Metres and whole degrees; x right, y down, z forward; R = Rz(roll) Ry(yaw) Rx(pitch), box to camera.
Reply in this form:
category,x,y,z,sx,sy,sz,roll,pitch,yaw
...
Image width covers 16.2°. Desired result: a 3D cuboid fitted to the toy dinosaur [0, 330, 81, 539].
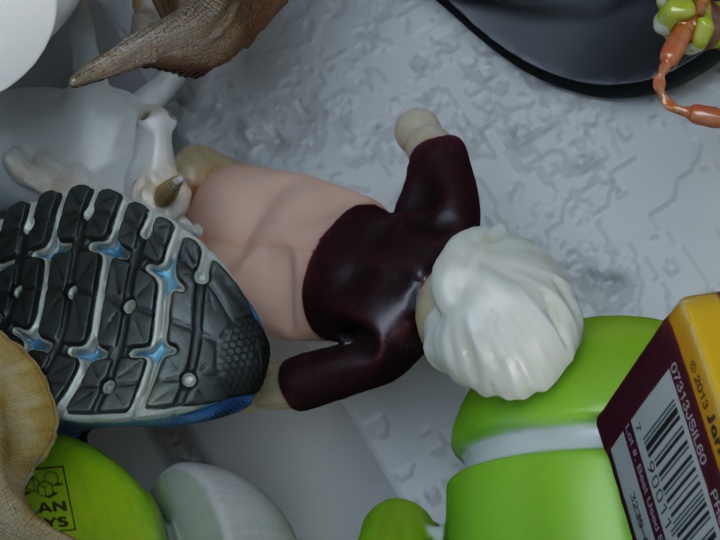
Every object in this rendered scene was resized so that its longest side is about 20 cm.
category,x,y,z,sx,sy,sz,roll,pitch,yaw
toy dinosaur,-0.138,0.032,0.770,0.058,0.101,0.201,-35,76,42

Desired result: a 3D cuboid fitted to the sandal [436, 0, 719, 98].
category,x,y,z,sx,sy,sz,roll,pitch,yaw
sandal,0.050,-0.126,0.943,0.199,0.043,0.076,27,79,16

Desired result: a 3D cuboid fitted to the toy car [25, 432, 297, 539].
category,x,y,z,sx,sy,sz,roll,pitch,yaw
toy car,-0.109,0.158,0.834,0.174,0.150,0.201,-4,74,-27

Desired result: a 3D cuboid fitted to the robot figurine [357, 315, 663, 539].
category,x,y,z,sx,sy,sz,roll,pitch,yaw
robot figurine,0.085,0.106,0.829,0.174,0.116,0.201,0,73,8

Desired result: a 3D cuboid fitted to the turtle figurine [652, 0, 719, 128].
category,x,y,z,sx,sy,sz,roll,pitch,yaw
turtle figurine,0.175,-0.099,0.900,0.199,0.064,0.162,-1,63,-21

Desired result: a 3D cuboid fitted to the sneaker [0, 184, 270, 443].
category,x,y,z,sx,sy,sz,roll,pitch,yaw
sneaker,-0.103,0.022,0.875,0.199,0.090,0.079,5,70,40

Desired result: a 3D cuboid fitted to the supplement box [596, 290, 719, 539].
category,x,y,z,sx,sy,sz,roll,pitch,yaw
supplement box,0.185,0.063,0.752,0.199,0.086,0.111,-6,64,-17

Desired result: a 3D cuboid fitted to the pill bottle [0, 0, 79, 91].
category,x,y,z,sx,sy,sz,roll,pitch,yaw
pill bottle,-0.150,-0.140,0.877,0.112,0.113,0.200,-20,36,3

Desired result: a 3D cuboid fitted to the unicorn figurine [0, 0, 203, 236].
category,x,y,z,sx,sy,sz,roll,pitch,yaw
unicorn figurine,-0.115,-0.054,0.924,0.199,0.074,0.138,-15,58,32

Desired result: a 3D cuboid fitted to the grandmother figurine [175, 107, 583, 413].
category,x,y,z,sx,sy,sz,roll,pitch,yaw
grandmother figurine,0.000,0.000,0.856,0.200,0.060,0.122,18,83,51

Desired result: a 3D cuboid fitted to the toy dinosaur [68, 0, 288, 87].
category,x,y,z,sx,sy,sz,roll,pitch,yaw
toy dinosaur,-0.047,-0.126,0.891,0.085,0.136,0.201,18,65,-6
